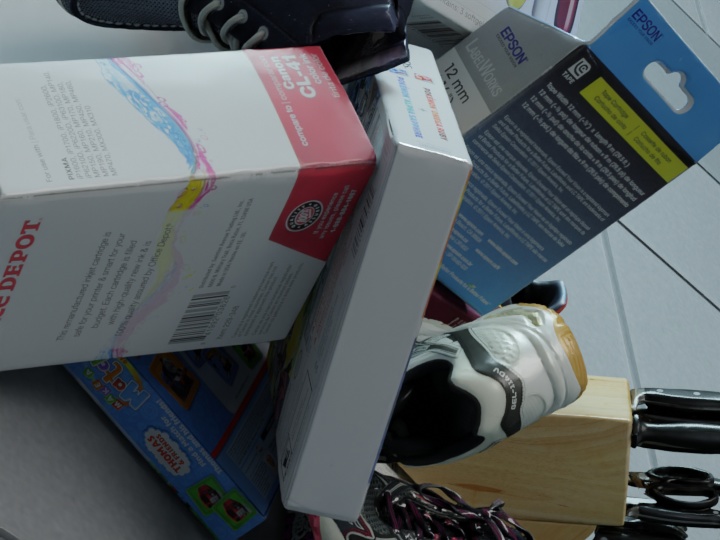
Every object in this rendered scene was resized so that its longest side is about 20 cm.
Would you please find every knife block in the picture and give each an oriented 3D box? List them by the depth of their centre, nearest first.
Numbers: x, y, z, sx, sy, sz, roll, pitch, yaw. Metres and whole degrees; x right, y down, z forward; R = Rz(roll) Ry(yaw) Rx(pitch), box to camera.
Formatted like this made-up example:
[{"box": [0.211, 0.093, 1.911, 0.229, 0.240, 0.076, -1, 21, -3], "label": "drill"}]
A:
[{"box": [0.126, 0.092, 1.419, 0.200, 0.175, 0.064, 47, 16, -12], "label": "knife block"}]

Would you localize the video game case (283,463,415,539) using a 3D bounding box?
[{"box": [0.035, 0.193, 1.377, 0.200, 0.036, 0.182, 43, 27, -24], "label": "video game case"}]

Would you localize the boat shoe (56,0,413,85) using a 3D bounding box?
[{"box": [-0.064, -0.136, 1.231, 0.075, 0.199, 0.093, 57, 26, -56], "label": "boat shoe"}]

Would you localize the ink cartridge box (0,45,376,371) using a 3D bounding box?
[{"box": [-0.113, -0.029, 1.169, 0.199, 0.148, 0.086, -4, 55, -30], "label": "ink cartridge box"}]

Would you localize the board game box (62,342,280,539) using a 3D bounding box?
[{"box": [-0.109, 0.034, 1.317, 0.200, 0.037, 0.151, 51, 23, -10], "label": "board game box"}]

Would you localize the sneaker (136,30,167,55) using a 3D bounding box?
[{"box": [-0.107, -0.088, 1.360, 0.090, 0.075, 0.200, 22, 38, -62], "label": "sneaker"}]

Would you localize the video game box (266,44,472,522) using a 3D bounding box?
[{"box": [0.000, 0.000, 1.246, 0.047, 0.201, 0.182, 13, 21, -12], "label": "video game box"}]

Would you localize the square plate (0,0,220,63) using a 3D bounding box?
[{"box": [-0.179, -0.140, 1.301, 0.197, 0.028, 0.200, -11, 59, -15], "label": "square plate"}]

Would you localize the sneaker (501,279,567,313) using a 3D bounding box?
[{"box": [0.063, -0.017, 1.637, 0.200, 0.084, 0.075, 37, 30, -34], "label": "sneaker"}]

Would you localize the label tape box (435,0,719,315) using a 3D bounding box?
[{"box": [0.102, -0.078, 1.385, 0.143, 0.200, 0.066, 38, 19, -47], "label": "label tape box"}]

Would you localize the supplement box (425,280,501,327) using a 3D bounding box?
[{"box": [0.004, 0.001, 1.469, 0.200, 0.086, 0.111, 30, 30, -59], "label": "supplement box"}]

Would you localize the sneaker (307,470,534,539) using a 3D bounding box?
[{"box": [0.044, 0.148, 1.320, 0.200, 0.075, 0.081, 34, 33, -36], "label": "sneaker"}]

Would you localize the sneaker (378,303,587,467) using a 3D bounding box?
[{"box": [0.028, 0.068, 1.286, 0.088, 0.200, 0.076, -28, 91, -37], "label": "sneaker"}]

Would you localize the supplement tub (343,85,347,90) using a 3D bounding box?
[{"box": [-0.071, -0.163, 1.527, 0.200, 0.132, 0.132, 29, 35, -43], "label": "supplement tub"}]

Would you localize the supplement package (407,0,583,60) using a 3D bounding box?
[{"box": [0.014, -0.188, 1.408, 0.200, 0.155, 0.111, 25, 73, -45], "label": "supplement package"}]
